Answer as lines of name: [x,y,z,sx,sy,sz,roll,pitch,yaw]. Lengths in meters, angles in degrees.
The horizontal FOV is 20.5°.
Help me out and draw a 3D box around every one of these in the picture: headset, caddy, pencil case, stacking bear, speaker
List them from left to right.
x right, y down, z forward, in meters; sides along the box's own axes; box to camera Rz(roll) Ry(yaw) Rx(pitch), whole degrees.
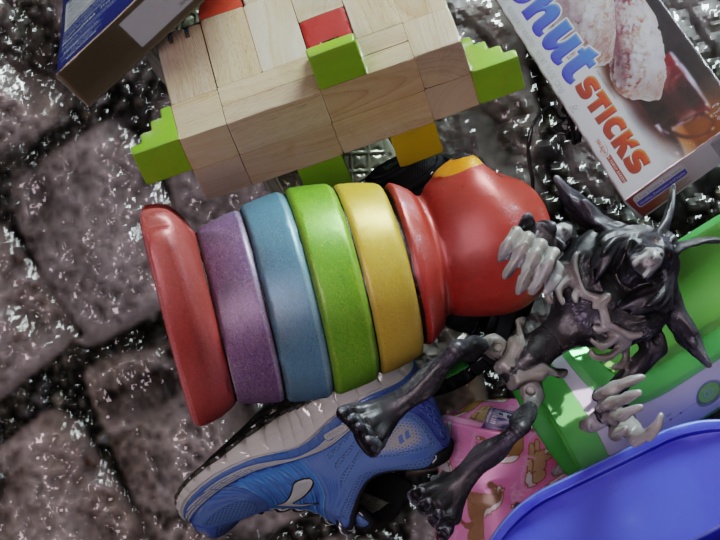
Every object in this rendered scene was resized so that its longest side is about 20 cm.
stacking bear: [0.000,0.000,0.996,0.199,0.121,0.114,-14,95,-4]
headset: [0.052,-0.020,1.092,0.123,0.094,0.200,42,111,-11]
pencil case: [0.084,0.171,1.083,0.082,0.087,0.201,0,92,-13]
caddy: [0.145,0.161,0.953,0.199,0.105,0.142,-25,68,-3]
speaker: [0.176,0.026,1.017,0.200,0.088,0.089,-32,82,-6]

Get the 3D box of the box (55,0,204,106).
box: [-0.115,-0.177,1.098,0.121,0.200,0.032,-41,117,15]

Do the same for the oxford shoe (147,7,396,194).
oxford shoe: [-0.047,-0.085,1.131,0.200,0.058,0.075,44,75,-2]

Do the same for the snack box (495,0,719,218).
snack box: [0.127,-0.119,1.036,0.072,0.024,0.200,-36,50,12]

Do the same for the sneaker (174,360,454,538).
sneaker: [-0.026,0.114,1.095,0.200,0.079,0.089,-32,96,44]

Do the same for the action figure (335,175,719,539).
action figure: [0.092,0.034,0.922,0.200,0.102,0.119,-41,94,-6]

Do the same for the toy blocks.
toy blocks: [-0.030,-0.126,1.052,0.199,0.100,0.137,-19,51,2]
